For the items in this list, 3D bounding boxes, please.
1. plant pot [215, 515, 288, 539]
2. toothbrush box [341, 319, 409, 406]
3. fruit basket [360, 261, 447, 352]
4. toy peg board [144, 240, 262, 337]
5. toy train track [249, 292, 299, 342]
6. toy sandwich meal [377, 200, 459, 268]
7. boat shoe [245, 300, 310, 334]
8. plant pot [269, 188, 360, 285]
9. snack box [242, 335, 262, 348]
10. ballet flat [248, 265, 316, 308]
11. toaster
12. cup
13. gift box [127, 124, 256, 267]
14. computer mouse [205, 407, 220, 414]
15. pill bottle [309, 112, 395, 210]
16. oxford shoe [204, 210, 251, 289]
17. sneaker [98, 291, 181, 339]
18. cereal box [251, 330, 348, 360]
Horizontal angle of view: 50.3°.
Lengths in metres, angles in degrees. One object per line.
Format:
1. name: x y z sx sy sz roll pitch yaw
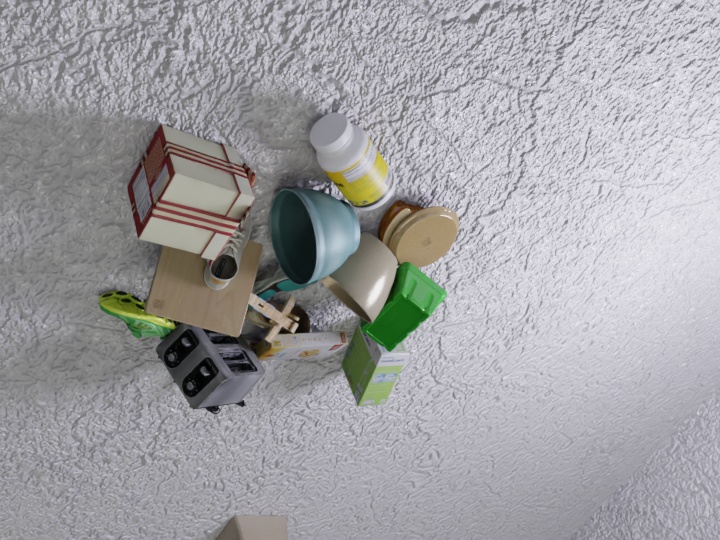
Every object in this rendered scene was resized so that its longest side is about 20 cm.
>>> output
1. plant pot: -0.345 0.925 2.472 0.199 0.177 0.200 15 125 -36
2. toothbrush box: 0.034 0.232 1.991 0.086 0.146 0.200 -1 132 -25
3. fruit basket: 0.110 0.074 1.834 0.155 0.216 0.216 37 113 -10
4. toy peg board: -0.332 0.016 1.590 0.199 0.098 0.201 18 79 -24
5. toy train track: -0.190 0.096 1.691 0.115 0.032 0.200 -60 143 -9
6. toy sandwich meal: 0.133 -0.087 1.785 0.204 0.070 0.206 -18 139 -16
7. boat shoe: -0.194 0.114 1.829 0.064 0.072 0.200 -7 158 33
8. plant pot: -0.085 -0.080 1.598 0.134 0.200 0.201 -14 138 -31
9. snack box: -0.316 0.241 1.916 0.072 0.024 0.200 14 124 -34
10. ballet flat: -0.189 0.022 1.716 0.199 0.070 0.069 -21 139 12
11. toaster: -0.332 0.213 1.740 0.119 0.181 0.200 -45 158 17
12. cup: 0.000 0.000 1.732 0.143 0.200 0.200 -47 139 -10
13. gift box: -0.309 -0.128 1.429 0.186 0.200 0.185 14 130 -38
14. computer mouse: -0.338 0.249 1.873 0.200 0.046 0.140 -40 100 22
15. pill bottle: -0.018 -0.219 1.540 0.112 0.113 0.200 -33 137 7
16. oxford shoe: -0.261 -0.058 1.543 0.075 0.201 0.058 20 166 -20
17. sneaker: -0.484 0.109 1.665 0.084 0.074 0.200 -46 135 15
18. cereal box: -0.147 0.183 1.850 0.199 0.040 0.144 0 161 -25
